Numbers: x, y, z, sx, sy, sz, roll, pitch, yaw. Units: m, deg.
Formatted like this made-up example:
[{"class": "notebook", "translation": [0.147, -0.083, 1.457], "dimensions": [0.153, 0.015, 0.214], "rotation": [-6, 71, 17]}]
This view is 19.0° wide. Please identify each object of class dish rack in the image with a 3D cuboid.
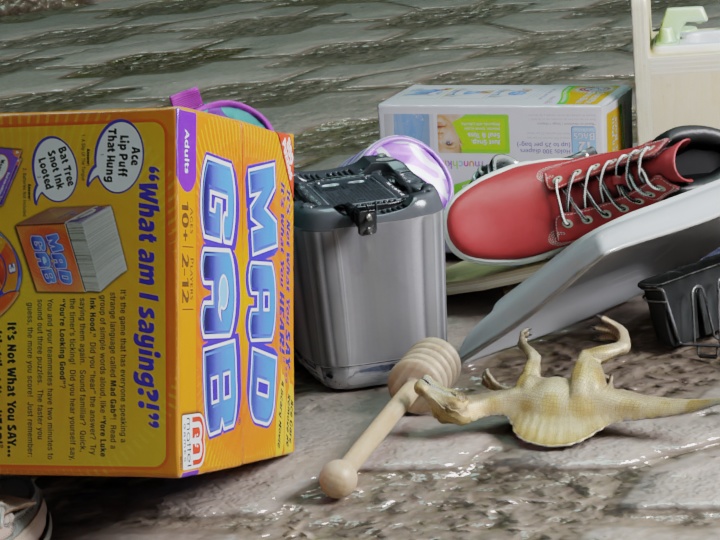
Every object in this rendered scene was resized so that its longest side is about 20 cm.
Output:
[{"class": "dish rack", "translation": [0.305, 0.019, 1.430], "dimensions": [0.153, 0.055, 0.200], "rotation": [-18, 13, -38]}]

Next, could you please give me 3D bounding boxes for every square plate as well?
[{"class": "square plate", "translation": [0.179, -0.009, 1.439], "dimensions": [0.200, 0.029, 0.198], "rotation": [-20, -13, -33]}]

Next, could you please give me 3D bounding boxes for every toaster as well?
[{"class": "toaster", "translation": [0.000, 0.000, 1.479], "dimensions": [0.113, 0.130, 0.200], "rotation": [-9, 15, -12]}]

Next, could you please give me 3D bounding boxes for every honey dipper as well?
[{"class": "honey dipper", "translation": [0.018, 0.091, 1.320], "dimensions": [0.038, 0.038, 0.200], "rotation": [0, 18, 19]}]

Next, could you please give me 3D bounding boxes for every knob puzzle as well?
[{"class": "knob puzzle", "translation": [0.139, -0.002, 1.622], "dimensions": [0.219, 0.031, 0.220], "rotation": [-15, 6, 2]}]

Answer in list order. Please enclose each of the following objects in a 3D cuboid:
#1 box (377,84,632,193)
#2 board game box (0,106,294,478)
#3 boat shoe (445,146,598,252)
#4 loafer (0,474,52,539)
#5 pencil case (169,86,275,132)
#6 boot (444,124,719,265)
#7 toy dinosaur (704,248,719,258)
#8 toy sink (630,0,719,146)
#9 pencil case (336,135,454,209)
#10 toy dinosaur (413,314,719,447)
[{"class": "box", "translation": [0.126, -0.096, 1.827], "dimensions": [0.199, 0.113, 0.101], "rotation": [1, 15, 21]}, {"class": "board game box", "translation": [-0.162, 0.014, 1.261], "dimensions": [0.199, 0.201, 0.200], "rotation": [0, -1, 17]}, {"class": "boat shoe", "translation": [0.121, -0.060, 1.722], "dimensions": [0.200, 0.071, 0.072], "rotation": [-11, 7, 38]}, {"class": "loafer", "translation": [-0.223, 0.142, 1.152], "dimensions": [0.072, 0.063, 0.200], "rotation": [-1, 16, 18]}, {"class": "pencil case", "translation": [-0.103, -0.035, 1.454], "dimensions": [0.085, 0.093, 0.200], "rotation": [-20, -22, -18]}, {"class": "boot", "translation": [0.159, -0.057, 1.491], "dimensions": [0.199, 0.073, 0.144], "rotation": [-13, -5, -8]}, {"class": "toy dinosaur", "translation": [0.300, -0.017, 1.623], "dimensions": [0.181, 0.105, 0.200], "rotation": [-26, -15, -23]}, {"class": "toy sink", "translation": [0.288, -0.149, 1.802], "dimensions": [0.112, 0.201, 0.130], "rotation": [-3, 14, 9]}, {"class": "pencil case", "translation": [0.012, -0.049, 1.667], "dimensions": [0.084, 0.085, 0.200], "rotation": [-52, 6, -12]}, {"class": "toy dinosaur", "translation": [0.138, 0.078, 1.326], "dimensions": [0.199, 0.058, 0.101], "rotation": [0, 31, 19]}]
